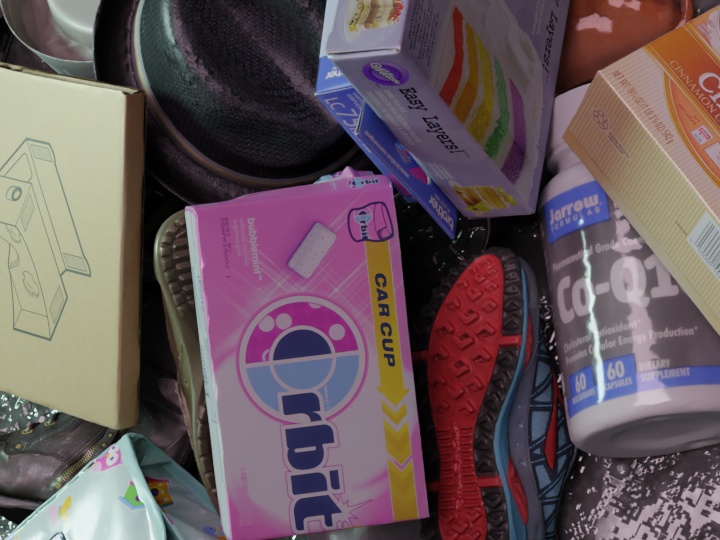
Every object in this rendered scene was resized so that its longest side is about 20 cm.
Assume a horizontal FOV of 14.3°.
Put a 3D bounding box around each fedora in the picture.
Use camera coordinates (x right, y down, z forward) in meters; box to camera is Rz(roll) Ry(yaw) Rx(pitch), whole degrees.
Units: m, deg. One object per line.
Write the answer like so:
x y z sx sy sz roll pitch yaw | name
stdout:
-0.060 -0.123 1.666 0.200 0.092 0.202 0 87 -4 | fedora

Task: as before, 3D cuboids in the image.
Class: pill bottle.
0.163 -0.002 1.648 0.113 0.114 0.201 -13 72 18 | pill bottle

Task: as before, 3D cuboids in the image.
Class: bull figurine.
0.103 -0.145 1.733 0.199 0.065 0.122 -20 66 13 | bull figurine

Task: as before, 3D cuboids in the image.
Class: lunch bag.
-0.132 0.217 1.676 0.170 0.122 0.200 -42 83 14 | lunch bag

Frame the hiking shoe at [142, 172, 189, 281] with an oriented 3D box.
-0.137 -0.046 1.781 0.199 0.076 0.101 -9 102 19 | hiking shoe

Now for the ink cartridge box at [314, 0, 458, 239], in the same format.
0.022 -0.127 1.643 0.042 0.119 0.201 -13 54 25 | ink cartridge box

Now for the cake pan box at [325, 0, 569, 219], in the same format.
0.056 -0.157 1.603 0.052 0.184 0.201 -3 59 26 | cake pan box

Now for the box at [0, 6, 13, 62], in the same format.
-0.290 -0.128 1.854 0.060 0.117 0.201 14 81 24 | box

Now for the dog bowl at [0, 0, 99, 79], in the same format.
-0.125 -0.188 1.802 0.199 0.059 0.201 -14 47 15 | dog bowl

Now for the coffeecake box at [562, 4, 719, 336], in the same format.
0.240 -0.076 1.594 0.200 0.073 0.154 -29 72 -27 | coffeecake box

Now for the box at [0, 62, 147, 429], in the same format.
-0.188 -0.018 1.721 0.163 0.021 0.201 14 106 45 | box

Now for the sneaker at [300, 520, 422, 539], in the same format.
-0.013 0.148 1.711 0.088 0.075 0.201 -21 63 28 | sneaker

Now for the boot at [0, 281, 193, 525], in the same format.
-0.165 0.083 1.788 0.199 0.069 0.175 23 80 21 | boot

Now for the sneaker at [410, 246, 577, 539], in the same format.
0.081 0.087 1.668 0.079 0.095 0.201 3 89 37 | sneaker

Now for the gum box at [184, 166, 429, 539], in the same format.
-0.032 0.045 1.618 0.113 0.066 0.201 -7 93 -8 | gum box

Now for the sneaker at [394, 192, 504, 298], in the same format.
0.000 0.000 1.733 0.199 0.088 0.076 -22 93 20 | sneaker

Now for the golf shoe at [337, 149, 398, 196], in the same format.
-0.045 -0.103 1.776 0.199 0.073 0.092 20 83 25 | golf shoe

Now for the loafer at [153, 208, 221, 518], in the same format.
-0.073 0.058 1.682 0.076 0.067 0.201 -12 96 -5 | loafer
